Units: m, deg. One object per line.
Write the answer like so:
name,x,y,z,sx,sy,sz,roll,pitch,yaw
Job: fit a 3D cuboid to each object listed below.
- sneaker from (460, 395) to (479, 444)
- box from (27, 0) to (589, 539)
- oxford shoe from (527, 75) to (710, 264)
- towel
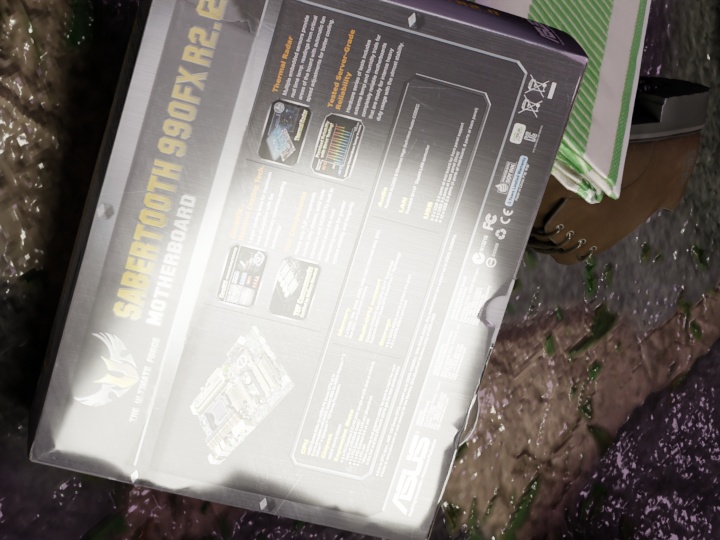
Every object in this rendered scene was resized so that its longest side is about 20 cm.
sneaker,0.000,0.000,0.775,0.077,0.082,0.201,-31,112,-10
box,-0.023,-0.010,0.701,0.157,0.048,0.201,13,106,-12
oxford shoe,0.090,-0.038,0.879,0.199,0.072,0.085,-10,111,-39
towel,0.052,-0.139,0.795,0.200,0.023,0.153,39,49,-30
